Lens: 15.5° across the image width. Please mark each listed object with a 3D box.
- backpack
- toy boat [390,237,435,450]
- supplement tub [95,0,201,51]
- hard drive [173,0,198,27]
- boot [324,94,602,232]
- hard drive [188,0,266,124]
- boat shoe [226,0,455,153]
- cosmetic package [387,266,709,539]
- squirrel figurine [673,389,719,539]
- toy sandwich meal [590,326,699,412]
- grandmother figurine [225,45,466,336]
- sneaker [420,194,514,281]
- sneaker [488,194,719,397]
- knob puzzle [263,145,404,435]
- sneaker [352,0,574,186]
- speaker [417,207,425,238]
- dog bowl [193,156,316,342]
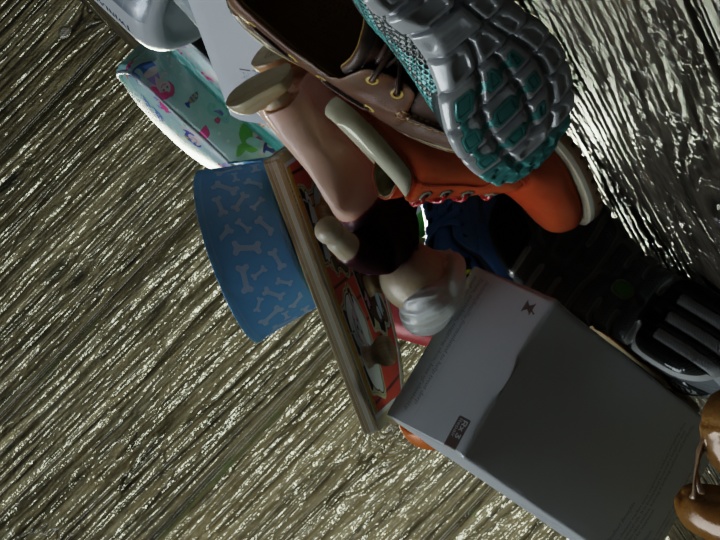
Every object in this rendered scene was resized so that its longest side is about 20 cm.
[{"bbox_3d":[-0.100,-0.160,2.076,0.177,0.151,0.200,44,-178,-18],"label":"backpack"},{"bbox_3d":[0.074,0.071,1.890,0.200,0.131,0.131,36,-170,-11],"label":"toy boat"},{"bbox_3d":[-0.170,-0.256,1.830,0.200,0.123,0.123,42,177,19],"label":"supplement tub"},{"bbox_3d":[-0.009,-0.130,1.635,0.139,0.033,0.200,-2,148,34],"label":"hard drive"},{"bbox_3d":[0.059,-0.068,1.534,0.200,0.107,0.075,44,175,-38],"label":"boot"},{"bbox_3d":[-0.033,-0.143,1.557,0.131,0.025,0.200,10,153,15],"label":"hard drive"},{"bbox_3d":[0.013,-0.115,1.417,0.199,0.072,0.068,27,-172,12],"label":"boat shoe"},{"bbox_3d":[0.123,0.095,1.638,0.200,0.113,0.081,38,172,-39],"label":"cosmetic package"},{"bbox_3d":[0.272,0.129,1.467,0.199,0.142,0.187,26,158,27],"label":"squirrel figurine"},{"bbox_3d":[0.166,0.025,1.799,0.205,0.070,0.205,36,-174,-4],"label":"toy sandwich meal"},{"bbox_3d":[0.001,-0.046,1.557,0.060,0.121,0.200,-9,124,43],"label":"grandmother figurine"},{"bbox_3d":[0.070,-0.029,1.711,0.078,0.066,0.201,3,-123,-45],"label":"sneaker"},{"bbox_3d":[0.167,0.024,1.661,0.200,0.075,0.115,41,178,34],"label":"sneaker"},{"bbox_3d":[0.000,0.000,1.670,0.220,0.030,0.221,-20,-90,-80],"label":"knob puzzle"},{"bbox_3d":[0.041,-0.130,1.342,0.200,0.077,0.091,58,174,-38],"label":"sneaker"},{"bbox_3d":[-0.006,-0.116,1.911,0.200,0.088,0.088,44,177,-6],"label":"speaker"},{"bbox_3d":[-0.051,-0.021,1.663,0.200,0.049,0.112,-30,-79,-80],"label":"dog bowl"}]
